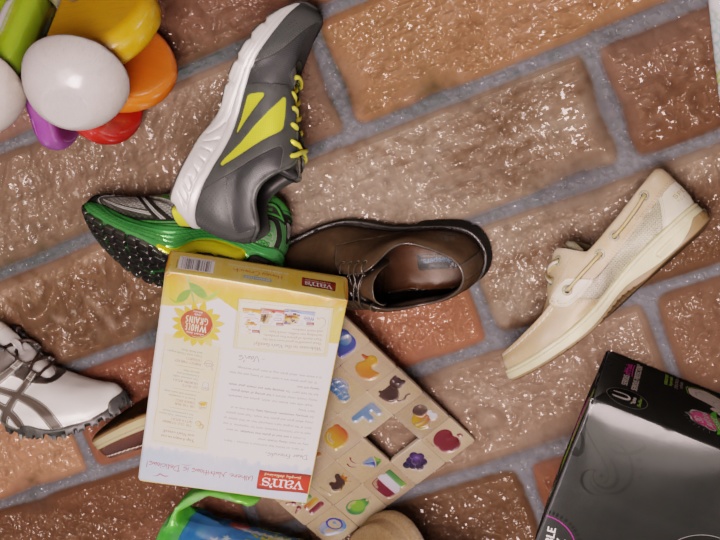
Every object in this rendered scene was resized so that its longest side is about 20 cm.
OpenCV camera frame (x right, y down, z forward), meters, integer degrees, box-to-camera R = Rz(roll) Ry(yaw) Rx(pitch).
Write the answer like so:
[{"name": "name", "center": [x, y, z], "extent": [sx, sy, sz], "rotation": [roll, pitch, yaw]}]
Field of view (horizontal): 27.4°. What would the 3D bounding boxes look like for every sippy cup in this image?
[{"name": "sippy cup", "center": [-0.100, 0.274, 1.253], "extent": [0.129, 0.141, 0.179], "rotation": [3, 145, 15]}]

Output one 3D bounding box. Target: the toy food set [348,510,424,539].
[{"name": "toy food set", "center": [0.025, 0.301, 1.216], "extent": [0.048, 0.198, 0.202], "rotation": [8, 98, -25]}]

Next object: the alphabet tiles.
[{"name": "alphabet tiles", "center": [-0.031, 0.127, 1.223], "extent": [0.167, 0.008, 0.200], "rotation": [-38, 113, 19]}]

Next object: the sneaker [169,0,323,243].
[{"name": "sneaker", "center": [-0.070, -0.111, 1.156], "extent": [0.084, 0.074, 0.201], "rotation": [27, 91, 12]}]

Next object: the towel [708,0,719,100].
[{"name": "towel", "center": [0.336, -0.196, 1.054], "extent": [0.169, 0.048, 0.202], "rotation": [-4, 103, 20]}]

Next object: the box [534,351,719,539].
[{"name": "box", "center": [0.251, 0.178, 1.136], "extent": [0.198, 0.124, 0.150], "rotation": [22, 108, 10]}]

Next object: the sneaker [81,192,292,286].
[{"name": "sneaker", "center": [-0.143, -0.034, 1.225], "extent": [0.198, 0.086, 0.078], "rotation": [12, 150, 24]}]

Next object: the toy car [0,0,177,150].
[{"name": "toy car", "center": [-0.241, -0.164, 1.180], "extent": [0.198, 0.176, 0.151], "rotation": [-2, 141, 16]}]

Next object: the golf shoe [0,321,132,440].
[{"name": "golf shoe", "center": [-0.298, 0.094, 1.293], "extent": [0.198, 0.078, 0.096], "rotation": [1, 105, 14]}]

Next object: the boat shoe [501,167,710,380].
[{"name": "boat shoe", "center": [0.177, 0.005, 1.142], "extent": [0.200, 0.072, 0.065], "rotation": [-44, 81, 19]}]

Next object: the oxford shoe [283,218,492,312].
[{"name": "oxford shoe", "center": [0.000, 0.000, 1.181], "extent": [0.198, 0.084, 0.073], "rotation": [-10, 104, 20]}]

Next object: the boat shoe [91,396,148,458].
[{"name": "boat shoe", "center": [-0.134, 0.134, 1.263], "extent": [0.198, 0.072, 0.073], "rotation": [-20, 99, 12]}]

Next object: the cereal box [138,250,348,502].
[{"name": "cereal box", "center": [-0.095, 0.088, 1.173], "extent": [0.142, 0.040, 0.202], "rotation": [9, 119, -6]}]
